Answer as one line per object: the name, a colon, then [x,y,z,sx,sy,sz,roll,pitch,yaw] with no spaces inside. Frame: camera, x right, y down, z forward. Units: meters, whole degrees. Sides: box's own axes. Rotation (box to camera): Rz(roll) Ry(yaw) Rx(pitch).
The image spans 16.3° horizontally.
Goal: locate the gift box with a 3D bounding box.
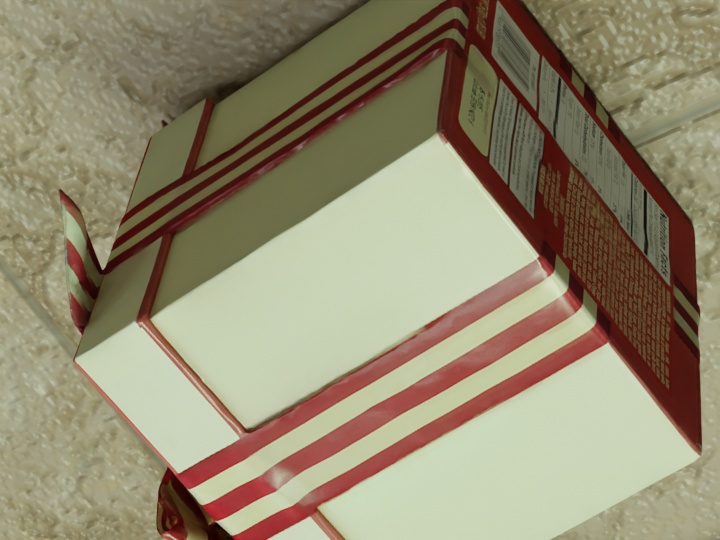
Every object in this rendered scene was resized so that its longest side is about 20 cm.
gift box: [0.000,0.000,0.932,0.186,0.185,0.200,-33,108,23]
